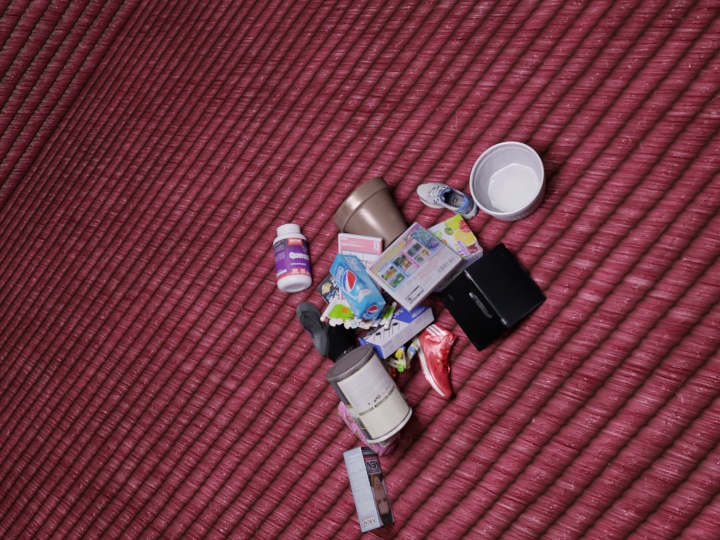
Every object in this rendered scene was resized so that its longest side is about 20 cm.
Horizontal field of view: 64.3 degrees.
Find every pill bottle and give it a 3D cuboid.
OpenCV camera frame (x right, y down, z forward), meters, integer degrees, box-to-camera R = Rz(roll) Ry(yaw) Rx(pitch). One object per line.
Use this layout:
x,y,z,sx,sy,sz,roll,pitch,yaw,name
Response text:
-0.219,-0.040,1.831,0.111,0.112,0.204,-18,69,24,pill bottle

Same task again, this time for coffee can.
0.022,0.315,1.474,0.145,0.146,0.202,-30,98,19,coffee can

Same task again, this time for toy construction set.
0.090,0.279,1.574,0.129,0.092,0.204,11,112,20,toy construction set

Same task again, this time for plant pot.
0.046,-0.143,1.679,0.200,0.200,0.175,-44,77,12,plant pot

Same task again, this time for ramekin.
0.402,-0.230,1.537,0.196,0.105,0.205,-8,73,28,ramekin

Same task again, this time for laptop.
0.344,0.071,1.521,0.189,0.115,0.200,54,133,15,laptop

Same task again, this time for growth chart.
-0.003,0.118,1.573,0.195,0.145,0.018,7,119,6,growth chart

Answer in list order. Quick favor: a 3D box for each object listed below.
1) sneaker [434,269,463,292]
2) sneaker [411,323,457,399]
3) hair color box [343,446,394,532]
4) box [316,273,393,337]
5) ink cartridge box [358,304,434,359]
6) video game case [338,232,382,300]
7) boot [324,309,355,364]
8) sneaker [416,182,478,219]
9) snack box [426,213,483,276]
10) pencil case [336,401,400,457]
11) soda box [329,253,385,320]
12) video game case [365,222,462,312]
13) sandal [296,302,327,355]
0.215,0.023,1.595,0.196,0.072,0.074,-3,74,27,sneaker
0.220,0.232,1.535,0.115,0.078,0.202,-35,64,18,sneaker
0.023,0.583,1.540,0.060,0.099,0.204,-24,67,20,hair color box
-0.010,0.058,1.725,0.200,0.049,0.199,-47,60,12,box
0.100,0.158,1.554,0.093,0.198,0.045,10,126,50,ink cartridge box
0.000,0.000,1.648,0.140,0.017,0.205,9,108,30,video game case
-0.029,0.229,1.630,0.078,0.214,0.158,-23,52,-26,boot
0.240,-0.215,1.635,0.198,0.085,0.078,23,88,32,sneaker
0.219,-0.052,1.574,0.197,0.053,0.144,-25,55,-2,snack box
0.022,0.425,1.593,0.199,0.086,0.084,35,114,30,pencil case
-0.011,0.043,1.565,0.065,0.067,0.201,-61,42,29,soda box
0.141,-0.013,1.526,0.200,0.024,0.182,-42,57,-10,video game case
-0.145,0.171,1.769,0.075,0.048,0.201,-43,57,10,sandal
